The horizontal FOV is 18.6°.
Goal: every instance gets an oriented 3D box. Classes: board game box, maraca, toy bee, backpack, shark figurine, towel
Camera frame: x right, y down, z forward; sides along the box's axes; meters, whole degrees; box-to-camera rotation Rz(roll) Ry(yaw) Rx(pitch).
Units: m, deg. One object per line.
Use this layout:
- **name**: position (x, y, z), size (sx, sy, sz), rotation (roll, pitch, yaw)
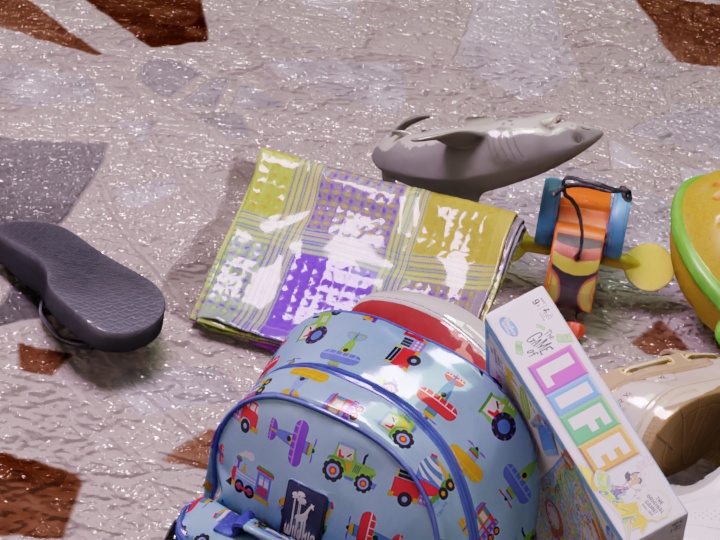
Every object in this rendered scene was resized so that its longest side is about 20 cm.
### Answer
- **board game box**: position (0.110, 0.111, 1.111), size (0.034, 0.200, 0.135), rotation (-27, 65, -9)
- **maraca**: position (0.275, 0.007, 1.498), size (0.136, 0.107, 0.201), rotation (13, 41, -20)
- **toy bee**: position (0.141, -0.009, 1.523), size (0.130, 0.109, 0.200), rotation (13, 3, 26)
- **backpack**: position (-0.005, 0.131, 1.102), size (0.182, 0.201, 0.134), rotation (25, 33, 29)
- **shark figurine**: position (0.054, -0.061, 1.532), size (0.128, 0.090, 0.214), rotation (-13, 8, -37)
- **towel**: position (0.000, 0.000, 1.451), size (0.199, 0.023, 0.144), rotation (16, 67, 17)

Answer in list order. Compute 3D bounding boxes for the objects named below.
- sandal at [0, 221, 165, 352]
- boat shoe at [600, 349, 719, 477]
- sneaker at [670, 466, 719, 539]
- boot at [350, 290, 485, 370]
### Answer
- **sandal**: position (-0.185, 0.017, 1.453), size (0.076, 0.043, 0.200), rotation (0, 18, -27)
- **boat shoe**: position (0.198, 0.077, 1.338), size (0.069, 0.074, 0.200), rotation (32, 15, 27)
- **sneaker**: position (0.214, 0.160, 1.246), size (0.199, 0.078, 0.100), rotation (-13, 39, -16)
- **boot**: position (0.034, 0.092, 1.313), size (0.200, 0.073, 0.144), rotation (37, 41, 29)
